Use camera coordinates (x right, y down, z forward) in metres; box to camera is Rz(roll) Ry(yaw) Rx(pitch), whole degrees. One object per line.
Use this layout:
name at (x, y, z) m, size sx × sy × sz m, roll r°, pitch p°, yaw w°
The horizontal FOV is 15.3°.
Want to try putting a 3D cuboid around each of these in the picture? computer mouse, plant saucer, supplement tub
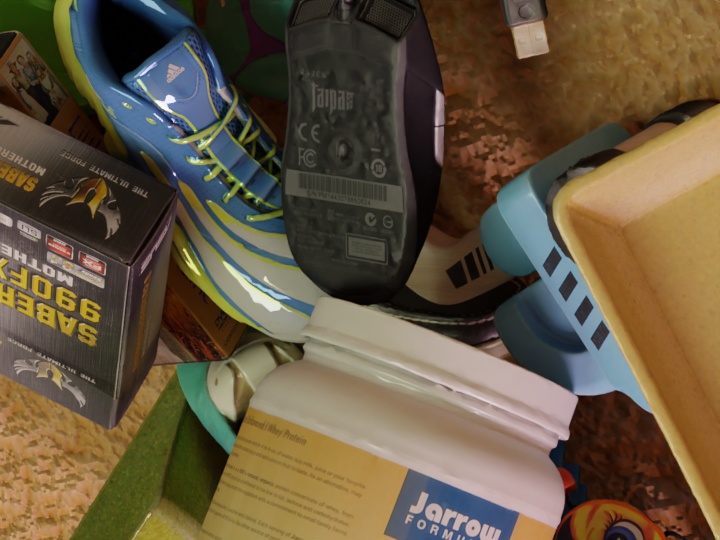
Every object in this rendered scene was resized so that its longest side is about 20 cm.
computer mouse at (0.027, -0.084, 1.137) m, size 0.140 × 0.046 × 0.201 m, roll 3°, pitch 104°, yaw 36°
plant saucer at (-0.118, 0.153, 1.399) m, size 0.048 × 0.200 × 0.200 m, roll 29°, pitch 115°, yaw -8°
plant saucer at (0.200, 0.014, 1.070) m, size 0.201 × 0.199 × 0.048 m, roll 63°, pitch 174°, yaw -3°
supplement tub at (0.002, 0.126, 1.152) m, size 0.144 × 0.145 × 0.201 m, roll 18°, pitch 85°, yaw 35°

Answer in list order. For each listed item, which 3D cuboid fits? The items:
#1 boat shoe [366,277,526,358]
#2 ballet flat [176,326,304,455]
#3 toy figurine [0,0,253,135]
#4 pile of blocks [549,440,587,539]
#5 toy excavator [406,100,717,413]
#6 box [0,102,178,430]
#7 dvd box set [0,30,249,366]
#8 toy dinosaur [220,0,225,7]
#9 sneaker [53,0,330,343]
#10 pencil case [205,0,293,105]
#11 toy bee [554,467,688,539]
boat shoe at (0.000, 0.000, 1.301) m, size 0.199 × 0.073 × 0.065 m, roll 11°, pitch 124°, yaw 39°
ballet flat at (-0.031, 0.074, 1.297) m, size 0.200 × 0.067 × 0.071 m, roll 49°, pitch 163°, yaw 38°
toy figurine at (-0.128, -0.045, 1.369) m, size 0.199 × 0.150 × 0.185 m, roll 22°, pitch 137°, yaw 29°
pile of blocks at (0.090, 0.112, 1.277) m, size 0.082 × 0.062 × 0.200 m, roll -30°, pitch 109°, yaw 21°
toy excavator at (0.078, -0.006, 1.193) m, size 0.200 × 0.100 × 0.195 m, roll -36°, pitch 86°, yaw 42°
box at (-0.185, -0.023, 1.229) m, size 0.199 × 0.048 × 0.159 m, roll 27°, pitch 149°, yaw 7°
dvd box set at (-0.163, -0.027, 1.291) m, size 0.146 × 0.029 × 0.200 m, roll -5°, pitch 134°, yaw 38°
toy dinosaur at (-0.096, -0.188, 1.297) m, size 0.200 × 0.058 × 0.101 m, roll 25°, pitch 133°, yaw 58°
sneaker at (-0.074, -0.052, 1.188) m, size 0.200 × 0.076 × 0.105 m, roll 51°, pitch 178°, yaw 4°
pencil case at (0.004, -0.159, 1.201) m, size 0.200 × 0.085 × 0.093 m, roll -55°, pitch 53°, yaw 46°
toy bee at (0.106, 0.149, 1.210) m, size 0.109 × 0.200 × 0.131 m, roll 44°, pitch 155°, yaw 13°
